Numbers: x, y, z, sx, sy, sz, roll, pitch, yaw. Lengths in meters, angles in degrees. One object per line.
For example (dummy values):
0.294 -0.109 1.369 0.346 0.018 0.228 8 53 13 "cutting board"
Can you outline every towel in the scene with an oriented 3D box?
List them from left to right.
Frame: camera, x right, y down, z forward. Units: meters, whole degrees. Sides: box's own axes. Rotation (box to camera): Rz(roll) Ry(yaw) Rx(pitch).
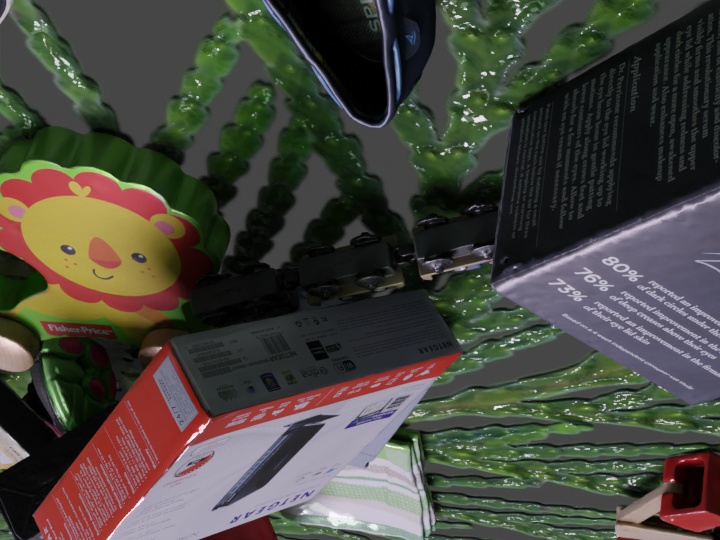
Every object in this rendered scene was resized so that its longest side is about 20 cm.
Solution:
-0.015 0.178 1.063 0.148 0.031 0.200 4 150 10 "towel"

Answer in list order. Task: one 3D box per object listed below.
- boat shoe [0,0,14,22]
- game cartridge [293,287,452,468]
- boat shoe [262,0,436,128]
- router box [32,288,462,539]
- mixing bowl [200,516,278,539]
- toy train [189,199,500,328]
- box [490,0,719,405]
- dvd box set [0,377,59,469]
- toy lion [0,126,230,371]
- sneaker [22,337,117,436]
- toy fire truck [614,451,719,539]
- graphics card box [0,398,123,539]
-0.240 -0.111 0.605 0.199 0.063 0.075 -13 141 34 "boat shoe"
-0.029 0.077 0.876 0.133 0.041 0.200 14 146 -12 "game cartridge"
-0.014 -0.132 0.483 0.084 0.069 0.200 -8 145 29 "boat shoe"
-0.063 0.093 0.729 0.199 0.049 0.180 -10 150 -46 "router box"
-0.161 0.222 1.079 0.199 0.109 0.200 -5 170 -1 "mixing bowl"
0.000 0.000 0.704 0.199 0.034 0.046 -14 161 16 "toy train"
0.179 -0.034 0.554 0.148 0.105 0.200 29 145 -29 "box"
-0.331 0.098 0.964 0.200 0.029 0.146 -16 120 49 "dvd box set"
-0.172 -0.011 0.766 0.199 0.069 0.192 2 143 15 "toy lion"
-0.229 0.111 0.973 0.083 0.077 0.200 5 149 3 "sneaker"
0.255 0.209 1.006 0.141 0.049 0.200 24 149 -21 "toy fire truck"
-0.166 0.136 0.864 0.125 0.051 0.200 -30 169 -6 "graphics card box"
